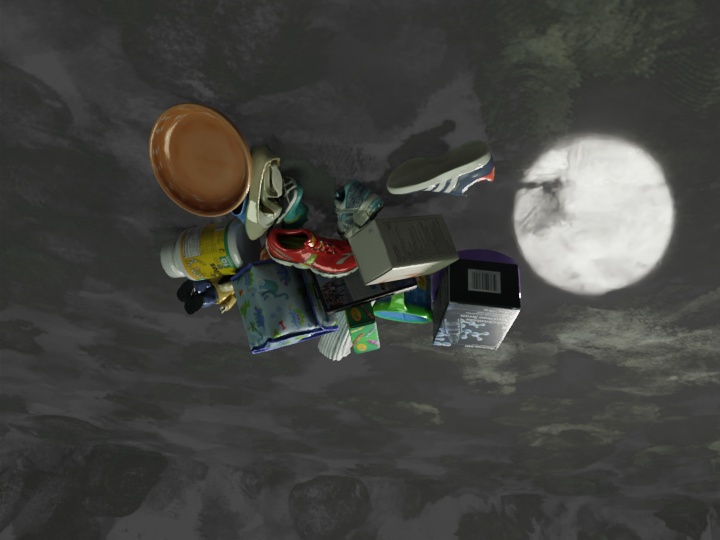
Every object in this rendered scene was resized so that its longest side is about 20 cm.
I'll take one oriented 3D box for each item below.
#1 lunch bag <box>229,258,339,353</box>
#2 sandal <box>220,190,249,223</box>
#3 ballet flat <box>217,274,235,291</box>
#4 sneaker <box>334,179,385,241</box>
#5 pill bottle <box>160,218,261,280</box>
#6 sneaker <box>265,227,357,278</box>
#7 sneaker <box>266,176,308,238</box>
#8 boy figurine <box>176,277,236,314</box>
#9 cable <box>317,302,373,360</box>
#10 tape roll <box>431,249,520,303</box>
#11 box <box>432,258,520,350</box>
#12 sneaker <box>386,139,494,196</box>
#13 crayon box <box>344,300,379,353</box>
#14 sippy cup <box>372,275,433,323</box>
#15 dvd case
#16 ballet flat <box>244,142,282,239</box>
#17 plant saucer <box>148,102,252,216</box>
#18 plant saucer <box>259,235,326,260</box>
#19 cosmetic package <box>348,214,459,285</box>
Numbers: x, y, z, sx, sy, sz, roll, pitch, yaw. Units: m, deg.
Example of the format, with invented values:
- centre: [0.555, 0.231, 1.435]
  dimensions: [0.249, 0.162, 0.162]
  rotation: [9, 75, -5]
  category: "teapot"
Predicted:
- centre: [-0.143, 0.062, 1.425]
  dimensions: [0.198, 0.173, 0.127]
  rotation: [-9, 168, -41]
  category: "lunch bag"
- centre: [-0.234, -0.139, 1.319]
  dimensions: [0.078, 0.088, 0.201]
  rotation: [-4, 150, 10]
  category: "sandal"
- centre: [-0.252, 0.025, 1.524]
  dimensions: [0.065, 0.058, 0.200]
  rotation: [-8, -176, 18]
  category: "ballet flat"
- centre: [-0.014, -0.123, 1.343]
  dimensions: [0.087, 0.077, 0.200]
  rotation: [49, 159, 1]
  category: "sneaker"
- centre: [-0.321, -0.040, 1.467]
  dimensions: [0.197, 0.114, 0.113]
  rotation: [-9, 147, 22]
  category: "pill bottle"
- centre: [-0.088, -0.041, 1.342]
  dimensions: [0.196, 0.078, 0.085]
  rotation: [6, 153, -1]
  category: "sneaker"
- centre: [-0.140, -0.122, 1.366]
  dimensions: [0.078, 0.079, 0.200]
  rotation: [-6, 158, -19]
  category: "sneaker"
- centre: [-0.334, 0.038, 1.588]
  dimensions: [0.064, 0.125, 0.200]
  rotation: [-38, 174, 24]
  category: "boy figurine"
- centre: [-0.027, 0.114, 1.609]
  dimensions: [0.069, 0.202, 0.200]
  rotation: [29, -169, 7]
  category: "cable"
- centre: [0.258, 0.033, 1.550]
  dimensions: [0.196, 0.067, 0.201]
  rotation: [4, 148, 2]
  category: "tape roll"
- centre: [0.238, 0.075, 1.455]
  dimensions: [0.146, 0.109, 0.201]
  rotation: [5, 150, -1]
  category: "box"
- centre: [0.146, -0.161, 1.234]
  dimensions: [0.197, 0.076, 0.085]
  rotation: [-12, 141, 25]
  category: "sneaker"
- centre: [-0.011, 0.055, 1.441]
  dimensions: [0.057, 0.203, 0.119]
  rotation: [-13, 149, -2]
  category: "crayon box"
- centre: [0.097, 0.037, 1.499]
  dimensions: [0.138, 0.133, 0.177]
  rotation: [12, 168, -22]
  category: "sippy cup"
- centre: [0.000, 0.000, 1.388]
  dimensions: [0.197, 0.144, 0.018]
  rotation: [-16, 153, -15]
  category: "dvd case"
- centre: [-0.175, -0.134, 1.272]
  dimensions: [0.068, 0.070, 0.202]
  rotation: [6, 127, -2]
  category: "ballet flat"
- centre: [-0.274, -0.194, 1.203]
  dimensions: [0.197, 0.038, 0.203]
  rotation: [8, 118, 15]
  category: "plant saucer"
- centre: [-0.125, -0.027, 1.541]
  dimensions: [0.196, 0.033, 0.201]
  rotation: [4, 149, 3]
  category: "plant saucer"
- centre: [0.086, -0.042, 1.335]
  dimensions: [0.198, 0.105, 0.087]
  rotation: [-6, 162, -44]
  category: "cosmetic package"
